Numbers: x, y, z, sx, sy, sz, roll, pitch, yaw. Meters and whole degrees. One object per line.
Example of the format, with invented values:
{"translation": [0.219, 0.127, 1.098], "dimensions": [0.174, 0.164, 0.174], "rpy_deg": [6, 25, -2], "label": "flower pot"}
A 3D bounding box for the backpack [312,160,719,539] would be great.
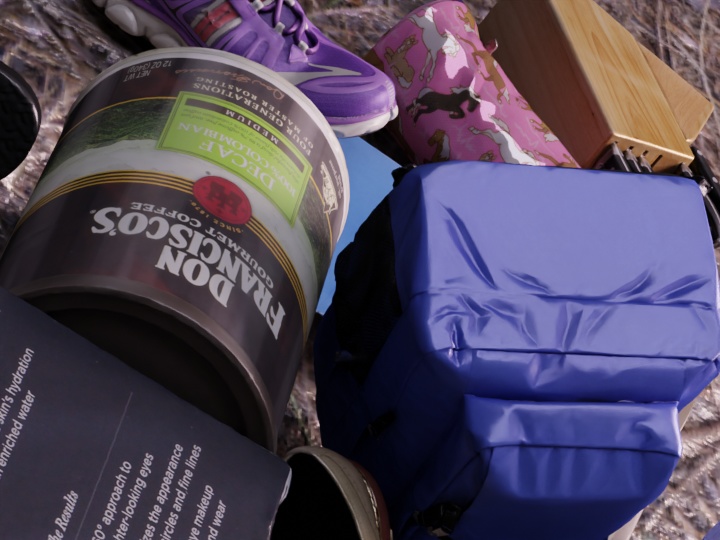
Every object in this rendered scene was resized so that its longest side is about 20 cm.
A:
{"translation": [0.058, 0.056, 1.218], "dimensions": [0.161, 0.200, 0.169], "rpy_deg": [8, 64, -16], "label": "backpack"}

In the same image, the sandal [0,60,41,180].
{"translation": [-0.243, -0.115, 1.280], "dimensions": [0.200, 0.075, 0.048], "rpy_deg": [41, 8, -13], "label": "sandal"}

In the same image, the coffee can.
{"translation": [-0.092, 0.011, 1.201], "dimensions": [0.146, 0.146, 0.200], "rpy_deg": [32, 34, -12], "label": "coffee can"}

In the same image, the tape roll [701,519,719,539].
{"translation": [0.224, 0.212, 1.233], "dimensions": [0.139, 0.203, 0.203], "rpy_deg": [29, 35, -16], "label": "tape roll"}

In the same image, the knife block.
{"translation": [0.139, -0.079, 1.596], "dimensions": [0.200, 0.064, 0.176], "rpy_deg": [41, 31, 1], "label": "knife block"}

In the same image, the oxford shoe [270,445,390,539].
{"translation": [-0.014, 0.171, 1.121], "dimensions": [0.075, 0.070, 0.201], "rpy_deg": [52, 24, -71], "label": "oxford shoe"}

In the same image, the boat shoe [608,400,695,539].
{"translation": [0.123, 0.085, 1.393], "dimensions": [0.068, 0.072, 0.200], "rpy_deg": [38, 34, -5], "label": "boat shoe"}

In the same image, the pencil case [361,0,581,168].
{"translation": [0.082, -0.061, 1.512], "dimensions": [0.086, 0.083, 0.200], "rpy_deg": [-33, 72, -10], "label": "pencil case"}

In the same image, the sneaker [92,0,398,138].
{"translation": [-0.063, -0.140, 1.426], "dimensions": [0.200, 0.084, 0.081], "rpy_deg": [35, 33, 13], "label": "sneaker"}

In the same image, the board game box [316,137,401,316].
{"translation": [0.000, 0.000, 1.402], "dimensions": [0.199, 0.039, 0.158], "rpy_deg": [34, 35, 4], "label": "board game box"}

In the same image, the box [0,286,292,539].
{"translation": [-0.152, 0.121, 1.044], "dimensions": [0.199, 0.118, 0.197], "rpy_deg": [33, 35, -12], "label": "box"}
